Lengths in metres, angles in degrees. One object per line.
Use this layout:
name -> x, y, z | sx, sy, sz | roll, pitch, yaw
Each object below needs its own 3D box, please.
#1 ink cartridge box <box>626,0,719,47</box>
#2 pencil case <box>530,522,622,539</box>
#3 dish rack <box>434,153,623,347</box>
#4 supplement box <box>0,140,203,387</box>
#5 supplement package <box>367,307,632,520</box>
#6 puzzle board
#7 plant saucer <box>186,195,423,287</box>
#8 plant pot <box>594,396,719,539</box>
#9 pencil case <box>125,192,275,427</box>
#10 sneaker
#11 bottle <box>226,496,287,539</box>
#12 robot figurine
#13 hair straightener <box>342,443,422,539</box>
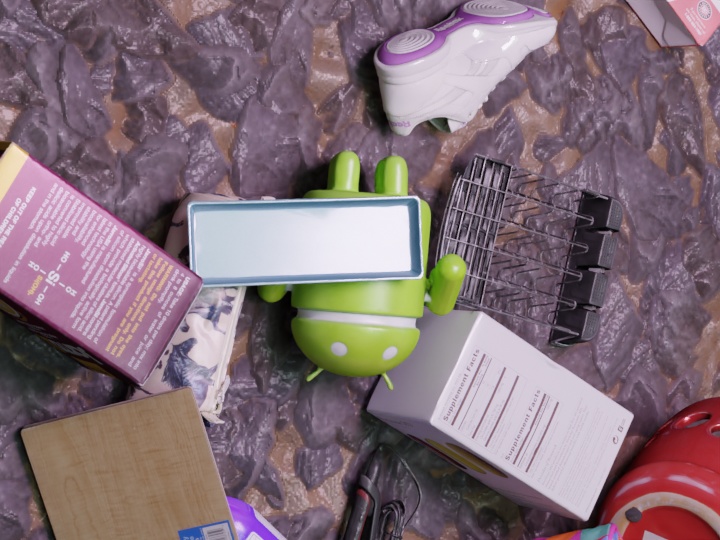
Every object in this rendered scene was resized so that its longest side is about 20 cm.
ink cartridge box -> 0.337, -0.329, 1.924 | 0.117, 0.067, 0.200 | 48, 71, -25
pencil case -> 0.149, 0.289, 1.784 | 0.198, 0.088, 0.089 | -17, 107, 16
dish rack -> 0.153, -0.021, 1.841 | 0.199, 0.054, 0.155 | 16, 83, -29
supplement box -> -0.245, -0.008, 1.554 | 0.199, 0.131, 0.104 | 37, 76, -27
supplement package -> 0.127, 0.129, 1.789 | 0.199, 0.113, 0.110 | 33, 76, -27
puzzle board -> -0.180, 0.204, 1.626 | 0.149, 0.017, 0.202 | -14, 104, 9
plant saucer -> -0.046, -0.024, 1.626 | 0.198, 0.019, 0.071 | -2, 88, -15
plant pot -> 0.329, 0.237, 1.846 | 0.182, 0.199, 0.202 | -24, 107, -56
pencil case -> -0.131, 0.028, 1.650 | 0.089, 0.078, 0.202 | 13, 84, 13
sneaker -> 0.095, -0.185, 1.796 | 0.199, 0.075, 0.100 | -23, 123, -28
bottle -> -0.115, 0.238, 1.680 | 0.083, 0.065, 0.200 | -43, 108, 5
robot figurine -> 0.000, 0.000, 1.710 | 0.174, 0.116, 0.202 | 5, 89, -8
hair straightener -> 0.010, 0.258, 1.785 | 0.076, 0.041, 0.202 | 19, 79, -31
